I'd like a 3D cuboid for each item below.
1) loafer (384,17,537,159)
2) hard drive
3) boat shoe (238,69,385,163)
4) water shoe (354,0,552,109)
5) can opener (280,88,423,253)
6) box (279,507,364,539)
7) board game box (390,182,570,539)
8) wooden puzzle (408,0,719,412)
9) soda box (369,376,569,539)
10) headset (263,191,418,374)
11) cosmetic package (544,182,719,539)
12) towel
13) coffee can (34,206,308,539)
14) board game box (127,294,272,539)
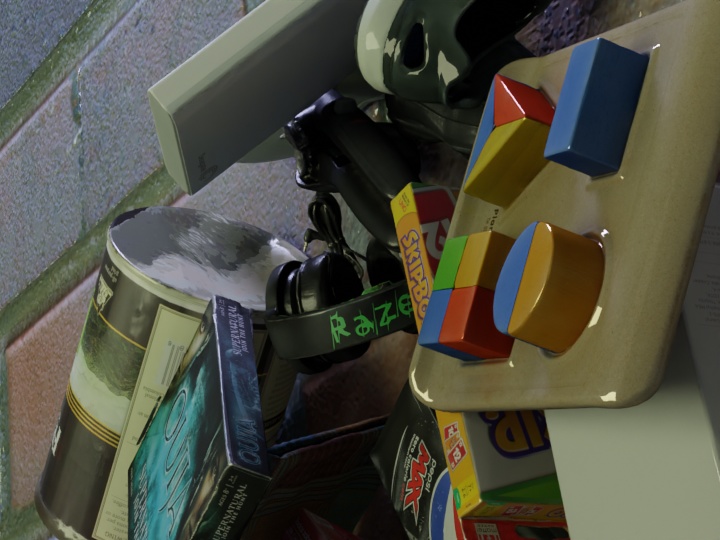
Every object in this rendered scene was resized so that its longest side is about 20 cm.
[{"bbox_3d":[0.066,-0.101,1.135,0.200,0.068,0.071,-157,56,-64],"label":"loafer"},{"bbox_3d":[-0.028,-0.129,1.168,0.027,0.200,0.132,50,169,13],"label":"hard drive"},{"bbox_3d":[-0.034,-0.123,1.333,0.200,0.075,0.061,-24,65,45],"label":"boat shoe"},{"bbox_3d":[0.077,-0.165,1.104,0.079,0.072,0.200,24,72,26],"label":"water shoe"},{"bbox_3d":[0.002,-0.063,1.196,0.200,0.078,0.064,-124,20,-70],"label":"can opener"},{"bbox_3d":[0.012,0.231,1.127,0.096,0.100,0.200,-53,35,8],"label":"box"},{"bbox_3d":[0.078,0.049,1.065,0.030,0.095,0.201,-44,48,49],"label":"board game box"},{"bbox_3d":[0.085,-0.029,0.953,0.200,0.046,0.186,-7,64,65],"label":"wooden puzzle"},{"bbox_3d":[0.075,0.141,1.080,0.063,0.071,0.200,-65,34,30],"label":"soda box"},{"bbox_3d":[0.000,0.000,1.192,0.200,0.123,0.094,-143,33,-84],"label":"headset"},{"bbox_3d":[0.148,0.071,0.948,0.113,0.081,0.201,-43,47,47],"label":"cosmetic package"},{"bbox_3d":[-0.052,0.176,1.228,0.022,0.147,0.200,38,115,24],"label":"towel"},{"bbox_3d":[-0.118,0.079,1.369,0.146,0.146,0.201,50,127,53],"label":"coffee can"},{"bbox_3d":[-0.096,0.116,1.196,0.136,0.028,0.200,-63,17,20],"label":"board game box"}]
